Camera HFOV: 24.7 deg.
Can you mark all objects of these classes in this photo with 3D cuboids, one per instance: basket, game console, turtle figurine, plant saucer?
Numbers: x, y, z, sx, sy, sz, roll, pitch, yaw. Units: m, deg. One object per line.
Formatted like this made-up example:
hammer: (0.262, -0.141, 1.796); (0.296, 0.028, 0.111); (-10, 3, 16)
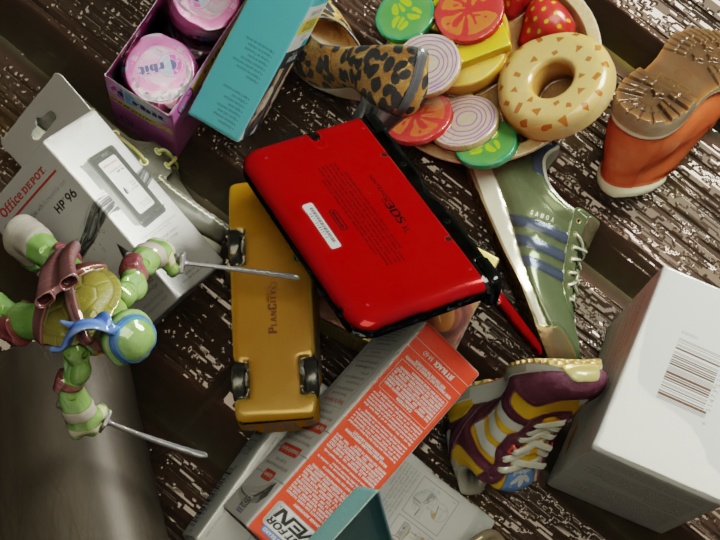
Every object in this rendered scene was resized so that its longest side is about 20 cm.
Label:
basket: (-0.226, 0.164, 1.266); (0.136, 0.180, 0.200); (12, 60, -43)
game console: (0.024, -0.010, 1.240); (0.172, 0.119, 0.200); (-19, 50, -21)
turtle figurine: (-0.188, 0.044, 1.201); (0.194, 0.200, 0.144); (23, 107, 39)
plant saucer: (-0.006, 0.213, 1.216); (0.019, 0.200, 0.070); (38, 74, 21)

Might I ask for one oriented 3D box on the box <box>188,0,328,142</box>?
box: (-0.064, -0.205, 1.324); (0.049, 0.082, 0.200); (30, 106, 2)

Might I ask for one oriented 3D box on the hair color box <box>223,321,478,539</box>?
hair color box: (-0.009, 0.130, 1.246); (0.064, 0.111, 0.200); (45, 80, -10)

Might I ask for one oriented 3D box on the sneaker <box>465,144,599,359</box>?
sneaker: (0.162, -0.018, 1.370); (0.090, 0.067, 0.201); (-20, 75, -3)

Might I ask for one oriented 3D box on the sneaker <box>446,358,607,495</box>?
sneaker: (0.130, 0.123, 1.273); (0.075, 0.200, 0.090); (3, 74, -22)

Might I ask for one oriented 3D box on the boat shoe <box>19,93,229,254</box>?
boat shoe: (-0.189, -0.085, 1.362); (0.201, 0.072, 0.060); (33, 81, 8)

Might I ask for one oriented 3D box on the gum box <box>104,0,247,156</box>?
gum box: (-0.129, -0.206, 1.374); (0.066, 0.114, 0.200); (31, 76, 4)

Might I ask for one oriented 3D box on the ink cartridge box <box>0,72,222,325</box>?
ink cartridge box: (-0.218, -0.042, 1.305); (0.200, 0.116, 0.068); (49, 42, -1)

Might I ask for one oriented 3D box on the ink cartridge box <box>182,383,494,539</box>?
ink cartridge box: (-0.017, 0.207, 1.327); (0.200, 0.057, 0.163); (40, 76, -15)

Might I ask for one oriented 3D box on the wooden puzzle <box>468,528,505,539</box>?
wooden puzzle: (0.089, 0.332, 1.282); (0.185, 0.046, 0.200); (-33, 86, -12)

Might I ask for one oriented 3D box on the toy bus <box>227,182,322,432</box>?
toy bus: (-0.066, 0.028, 1.267); (0.065, 0.078, 0.200); (-4, 68, 1)

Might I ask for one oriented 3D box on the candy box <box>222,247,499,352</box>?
candy box: (0.000, 0.000, 1.363); (0.200, 0.056, 0.117); (28, 76, 2)

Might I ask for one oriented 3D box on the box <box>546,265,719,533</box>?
box: (0.235, 0.106, 1.278); (0.106, 0.200, 0.153); (23, 76, 3)

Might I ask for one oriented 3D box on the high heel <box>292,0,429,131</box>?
high heel: (0.003, -0.193, 1.356); (0.071, 0.143, 0.200); (8, 53, -32)

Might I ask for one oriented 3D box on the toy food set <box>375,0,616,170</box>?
toy food set: (0.105, -0.174, 1.386); (0.198, 0.049, 0.200); (-20, 62, 7)

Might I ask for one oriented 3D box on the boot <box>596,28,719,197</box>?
boot: (0.270, -0.136, 1.409); (0.075, 0.107, 0.200); (37, 49, 26)
